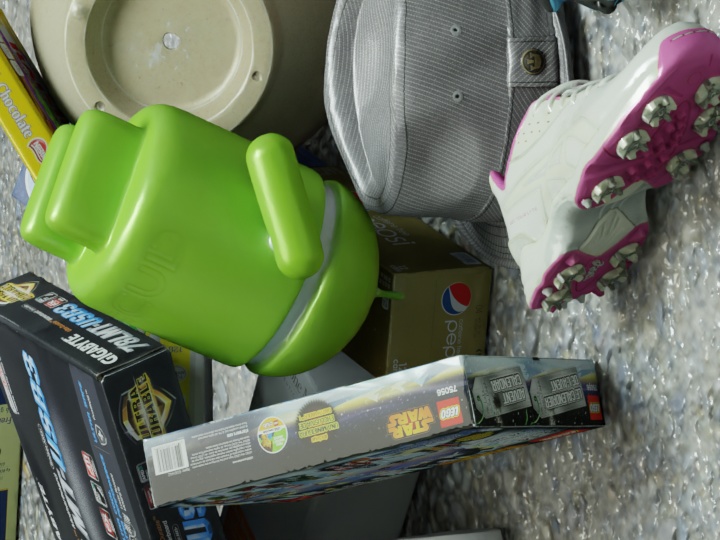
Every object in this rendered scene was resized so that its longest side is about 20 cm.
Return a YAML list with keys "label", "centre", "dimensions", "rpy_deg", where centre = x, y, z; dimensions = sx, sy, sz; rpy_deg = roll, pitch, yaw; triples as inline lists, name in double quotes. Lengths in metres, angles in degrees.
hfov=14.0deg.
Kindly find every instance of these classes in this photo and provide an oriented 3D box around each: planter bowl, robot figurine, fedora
- label: "planter bowl"
  centre: [-0.099, -0.138, 1.668]
  dimensions: [0.135, 0.199, 0.201]
  rpy_deg: [-72, -15, -75]
- label: "robot figurine"
  centre: [-0.078, -0.014, 1.572]
  dimensions: [0.175, 0.199, 0.116]
  rpy_deg: [-22, 47, 64]
- label: "fedora"
  centre: [0.038, -0.096, 1.560]
  dimensions: [0.177, 0.090, 0.201]
  rpy_deg: [22, 115, 62]

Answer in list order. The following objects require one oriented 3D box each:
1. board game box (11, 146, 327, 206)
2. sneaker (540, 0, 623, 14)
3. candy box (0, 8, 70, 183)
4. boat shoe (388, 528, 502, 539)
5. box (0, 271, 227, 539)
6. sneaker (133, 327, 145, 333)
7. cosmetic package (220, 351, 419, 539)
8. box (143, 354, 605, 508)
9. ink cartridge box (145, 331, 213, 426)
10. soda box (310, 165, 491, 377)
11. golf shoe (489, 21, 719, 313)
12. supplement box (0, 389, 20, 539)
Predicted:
- label: "board game box"
  centre: [-0.124, -0.057, 1.852]
  dimensions: [0.200, 0.034, 0.136]
  rpy_deg: [35, 114, 29]
- label: "sneaker"
  centre: [0.130, -0.169, 1.399]
  dimensions: [0.200, 0.073, 0.082]
  rpy_deg: [9, 119, 69]
- label: "candy box"
  centre: [-0.175, -0.067, 1.687]
  dimensions: [0.201, 0.026, 0.102]
  rpy_deg: [59, -178, 3]
- label: "boat shoe"
  centre: [0.001, 0.187, 1.665]
  dimensions: [0.199, 0.068, 0.057]
  rpy_deg: [-17, 81, 36]
- label: "box"
  centre: [-0.138, 0.115, 1.644]
  dimensions: [0.198, 0.050, 0.201]
  rpy_deg: [24, 134, 59]
- label: "sneaker"
  centre: [-0.122, 0.010, 1.936]
  dimensions: [0.200, 0.074, 0.084]
  rpy_deg: [138, 127, -59]
- label: "cosmetic package"
  centre: [-0.024, 0.129, 1.760]
  dimensions: [0.102, 0.071, 0.201]
  rpy_deg: [59, 144, 43]
- label: "box"
  centre: [0.007, 0.084, 1.513]
  dimensions: [0.199, 0.137, 0.040]
  rpy_deg: [-16, 80, 32]
- label: "ink cartridge box"
  centre: [-0.110, 0.133, 1.765]
  dimensions: [0.198, 0.047, 0.201]
  rpy_deg: [94, 178, -48]
- label: "soda box"
  centre: [0.000, 0.000, 1.691]
  dimensions: [0.200, 0.064, 0.068]
  rpy_deg: [-144, 54, -58]
- label: "golf shoe"
  centre: [0.112, -0.064, 1.423]
  dimensions: [0.092, 0.075, 0.200]
  rpy_deg: [62, 146, 25]
- label: "supplement box"
  centre: [-0.377, 0.150, 2.427]
  dimensions: [0.200, 0.134, 0.201]
  rpy_deg: [41, 131, 55]
